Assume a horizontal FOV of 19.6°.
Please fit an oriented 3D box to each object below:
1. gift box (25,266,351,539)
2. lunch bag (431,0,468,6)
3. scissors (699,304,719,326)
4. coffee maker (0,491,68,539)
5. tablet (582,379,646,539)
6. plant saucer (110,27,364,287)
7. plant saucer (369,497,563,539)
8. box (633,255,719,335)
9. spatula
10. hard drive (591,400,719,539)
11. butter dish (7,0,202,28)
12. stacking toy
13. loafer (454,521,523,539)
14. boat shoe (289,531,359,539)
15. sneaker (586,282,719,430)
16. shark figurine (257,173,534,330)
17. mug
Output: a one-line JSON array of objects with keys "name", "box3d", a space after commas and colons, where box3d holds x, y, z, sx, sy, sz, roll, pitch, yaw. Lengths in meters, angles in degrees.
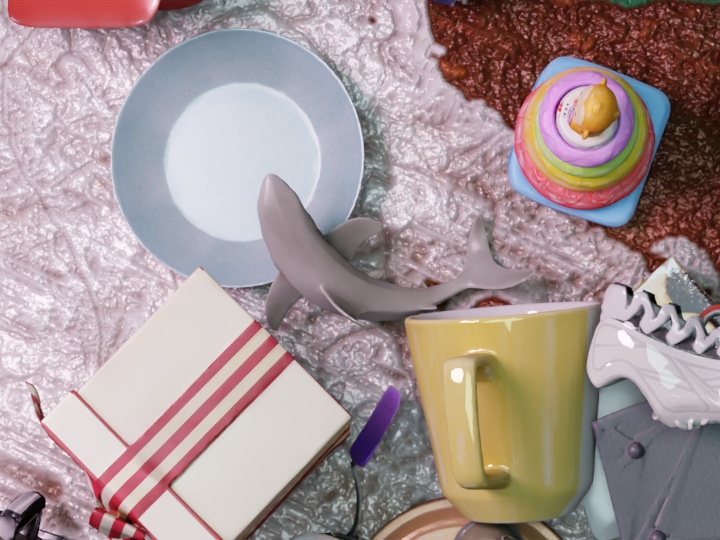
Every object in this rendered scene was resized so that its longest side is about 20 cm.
[{"name": "gift box", "box3d": [-0.135, 0.119, 1.547, 0.200, 0.185, 0.187, 42, 81, 10]}, {"name": "lunch bag", "box3d": [0.040, -0.319, 1.579, 0.166, 0.139, 0.202, 18, 88, 6]}, {"name": "scissors", "box3d": [0.283, 0.121, 1.483, 0.072, 0.014, 0.202, -7, 78, 5]}, {"name": "coffee maker", "box3d": [-0.321, 0.239, 1.537, 0.190, 0.200, 0.136, -6, 84, 4]}, {"name": "tablet", "box3d": [0.254, 0.116, 1.593, 0.198, 0.014, 0.131, -18, 84, 3]}, {"name": "plant saucer", "box3d": [-0.094, -0.086, 1.624, 0.199, 0.039, 0.203, 0, 86, 4]}, {"name": "plant saucer", "box3d": [0.081, 0.273, 1.587, 0.198, 0.032, 0.202, 0, 85, 4]}, {"name": "box", "box3d": [0.273, 0.088, 1.562, 0.075, 0.050, 0.200, -43, 84, 1]}, {"name": "spatula", "box3d": [-0.006, 0.186, 1.596, 0.020, 0.057, 0.202, 14, 93, -13]}, {"name": "hard drive", "box3d": [0.278, 0.145, 1.511, 0.198, 0.042, 0.136, -14, 85, 4]}, {"name": "butter dish", "box3d": [-0.159, -0.273, 1.597, 0.199, 0.147, 0.202, 7, 87, 46]}, {"name": "stacking toy", "box3d": [0.166, -0.105, 1.523, 0.109, 0.200, 0.117, 20, 88, 6]}, {"name": "loafer", "box3d": [0.121, 0.278, 1.532, 0.075, 0.070, 0.201, -27, 84, 2]}, {"name": "boat shoe", "box3d": [0.033, 0.248, 1.530, 0.199, 0.057, 0.069, 30, 106, 19]}, {"name": "sneaker", "box3d": [0.252, 0.081, 1.458, 0.199, 0.075, 0.082, 25, 91, 19]}, {"name": "shark figurine", "box3d": [0.012, 0.016, 1.573, 0.213, 0.090, 0.129, 13, 111, -19]}, {"name": "mug", "box3d": [0.098, 0.107, 1.534, 0.185, 0.149, 0.155, -6, 93, -38]}]
